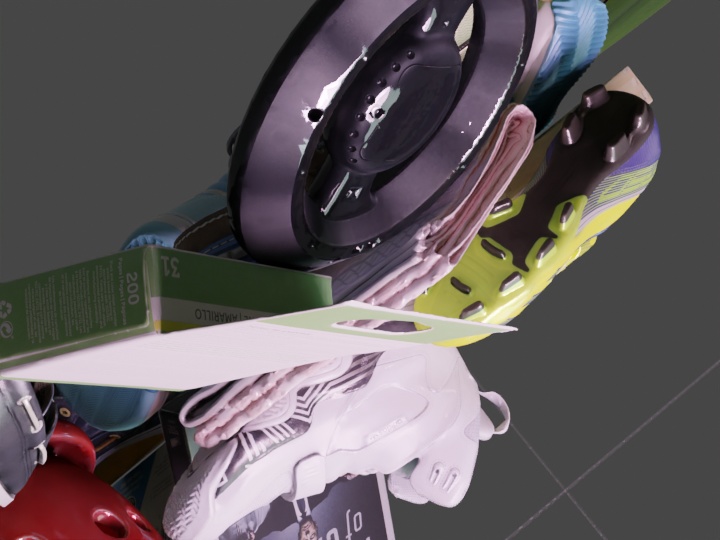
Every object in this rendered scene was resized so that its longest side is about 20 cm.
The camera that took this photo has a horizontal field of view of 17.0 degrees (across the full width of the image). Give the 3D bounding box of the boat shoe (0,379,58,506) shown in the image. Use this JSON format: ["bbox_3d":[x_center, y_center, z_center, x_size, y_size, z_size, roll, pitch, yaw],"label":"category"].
[{"bbox_3d":[-0.179,0.071,1.209,0.060,0.076,0.200,-33,177,-4],"label":"boat shoe"}]

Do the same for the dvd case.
[{"bbox_3d":[-0.044,0.141,1.447,0.025,0.201,0.150,11,-149,41],"label":"dvd case"}]

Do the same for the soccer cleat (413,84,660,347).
[{"bbox_3d":[0.105,-0.018,1.360,0.200,0.065,0.084,-47,146,-25],"label":"soccer cleat"}]

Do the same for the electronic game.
[{"bbox_3d":[0.013,-0.083,1.127,0.200,0.042,0.200,-39,153,-24],"label":"electronic game"}]

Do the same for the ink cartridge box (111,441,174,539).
[{"bbox_3d":[-0.099,0.213,1.555,0.086,0.201,0.146,12,150,-27],"label":"ink cartridge box"}]

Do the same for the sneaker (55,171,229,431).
[{"bbox_3d":[-0.093,0.013,1.363,0.130,0.080,0.200,-35,176,-38],"label":"sneaker"}]

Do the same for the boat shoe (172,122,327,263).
[{"bbox_3d":[-0.032,-0.050,1.236,0.200,0.073,0.072,-30,172,-44],"label":"boat shoe"}]

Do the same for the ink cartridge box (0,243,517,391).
[{"bbox_3d":[-0.051,0.017,1.094,0.199,0.048,0.145,-14,167,32],"label":"ink cartridge box"}]

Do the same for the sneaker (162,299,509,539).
[{"bbox_3d":[-0.009,0.105,1.340,0.200,0.115,0.075,-44,-173,-14],"label":"sneaker"}]

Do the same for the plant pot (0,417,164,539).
[{"bbox_3d":[-0.200,0.196,1.399,0.200,0.183,0.201,-26,156,-12],"label":"plant pot"}]

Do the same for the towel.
[{"bbox_3d":[0.000,0.000,1.328,0.200,0.032,0.191,-37,-171,30],"label":"towel"}]

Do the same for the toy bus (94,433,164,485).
[{"bbox_3d":[-0.184,0.107,1.600,0.200,0.078,0.065,-39,177,-4],"label":"toy bus"}]

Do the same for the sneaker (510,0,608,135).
[{"bbox_3d":[0.088,-0.127,1.476,0.076,0.081,0.200,-39,173,-23],"label":"sneaker"}]

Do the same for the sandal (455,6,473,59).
[{"bbox_3d":[0.046,-0.107,1.380,0.079,0.057,0.201,-21,153,-16],"label":"sandal"}]

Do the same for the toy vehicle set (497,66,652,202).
[{"bbox_3d":[0.090,-0.049,1.507,0.124,0.027,0.200,-39,180,-29],"label":"toy vehicle set"}]

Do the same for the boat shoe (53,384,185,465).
[{"bbox_3d":[-0.188,0.086,1.497,0.200,0.071,0.091,-29,153,12],"label":"boat shoe"}]
